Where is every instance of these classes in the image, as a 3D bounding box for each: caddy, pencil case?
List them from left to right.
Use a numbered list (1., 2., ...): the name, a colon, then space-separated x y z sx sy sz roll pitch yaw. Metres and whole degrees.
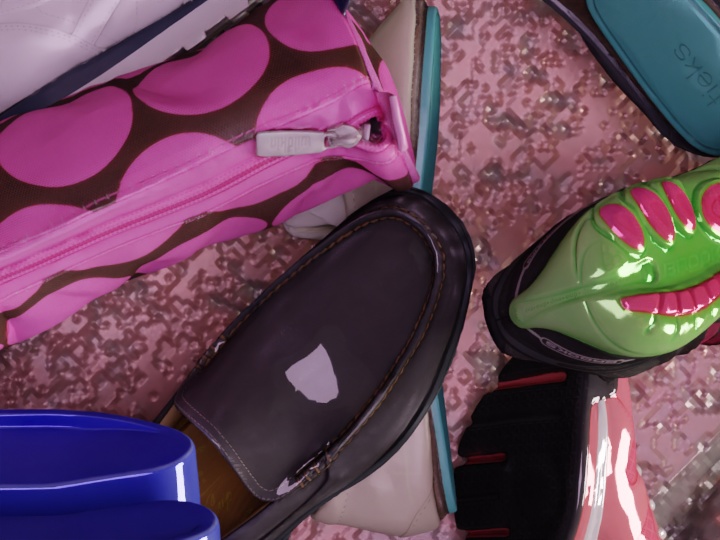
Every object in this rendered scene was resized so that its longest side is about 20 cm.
1. caddy: -0.130 0.116 0.970 0.199 0.141 0.105 0 109 -10
2. pencil case: -0.081 -0.025 1.009 0.199 0.094 0.091 -27 121 -4

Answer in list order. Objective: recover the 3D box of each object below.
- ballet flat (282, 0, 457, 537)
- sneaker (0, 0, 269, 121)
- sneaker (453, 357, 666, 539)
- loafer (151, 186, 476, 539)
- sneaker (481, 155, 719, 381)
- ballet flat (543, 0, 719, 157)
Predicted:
1. ballet flat: 0.000 0.000 1.097 0.069 0.069 0.201 -3 96 -9
2. sneaker: -0.065 -0.122 1.071 0.200 0.076 0.081 -34 90 -6
3. sneaker: 0.089 0.118 1.130 0.087 0.074 0.201 0 90 -38
4. loafer: -0.033 0.055 1.052 0.073 0.072 0.200 42 112 15
5. sneaker: 0.115 -0.003 1.079 0.200 0.084 0.077 -3 78 -51
6. ballet flat: 0.085 -0.127 1.090 0.073 0.073 0.200 -41 111 -3
